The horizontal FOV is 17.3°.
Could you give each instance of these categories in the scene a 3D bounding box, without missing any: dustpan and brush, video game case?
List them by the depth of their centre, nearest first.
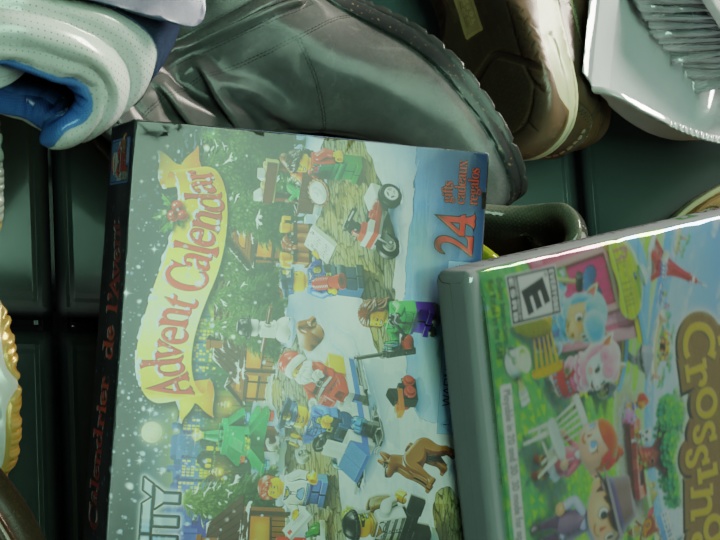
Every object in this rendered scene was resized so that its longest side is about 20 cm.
[{"bbox_3d":[0.111,0.083,0.918,0.182,0.022,0.200,-12,99,-40],"label":"video game case"},{"bbox_3d":[0.181,-0.099,1.091,0.200,0.057,0.140,38,52,-45],"label":"dustpan and brush"}]

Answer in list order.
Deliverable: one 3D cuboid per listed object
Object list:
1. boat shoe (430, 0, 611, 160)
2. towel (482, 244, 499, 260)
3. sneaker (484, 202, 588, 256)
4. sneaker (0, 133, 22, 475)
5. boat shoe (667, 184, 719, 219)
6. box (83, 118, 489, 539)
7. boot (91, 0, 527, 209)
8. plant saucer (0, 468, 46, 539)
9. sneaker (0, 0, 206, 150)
[{"bbox_3d":[0.064,-0.145,1.055,0.075,0.075,0.202,-1,77,-47],"label":"boat shoe"},{"bbox_3d":[0.090,0.069,0.949,0.200,0.018,0.086,36,72,-24],"label":"towel"},{"bbox_3d":[0.000,0.000,0.960,0.200,0.079,0.074,-3,46,-20],"label":"sneaker"},{"bbox_3d":[-0.183,-0.011,0.895,0.088,0.076,0.200,-3,78,-26],"label":"sneaker"},{"bbox_3d":[0.153,0.017,1.042,0.200,0.076,0.072,-42,96,-27],"label":"boat shoe"},{"bbox_3d":[-0.028,0.050,0.868,0.137,0.038,0.200,4,88,-20],"label":"box"},{"bbox_3d":[-0.038,-0.064,0.988,0.200,0.070,0.132,43,66,2],"label":"boot"},{"bbox_3d":[-0.184,0.128,0.797,0.200,0.034,0.200,10,70,-29],"label":"plant saucer"},{"bbox_3d":[-0.143,-0.135,0.852,0.200,0.081,0.146,45,47,-28],"label":"sneaker"}]
